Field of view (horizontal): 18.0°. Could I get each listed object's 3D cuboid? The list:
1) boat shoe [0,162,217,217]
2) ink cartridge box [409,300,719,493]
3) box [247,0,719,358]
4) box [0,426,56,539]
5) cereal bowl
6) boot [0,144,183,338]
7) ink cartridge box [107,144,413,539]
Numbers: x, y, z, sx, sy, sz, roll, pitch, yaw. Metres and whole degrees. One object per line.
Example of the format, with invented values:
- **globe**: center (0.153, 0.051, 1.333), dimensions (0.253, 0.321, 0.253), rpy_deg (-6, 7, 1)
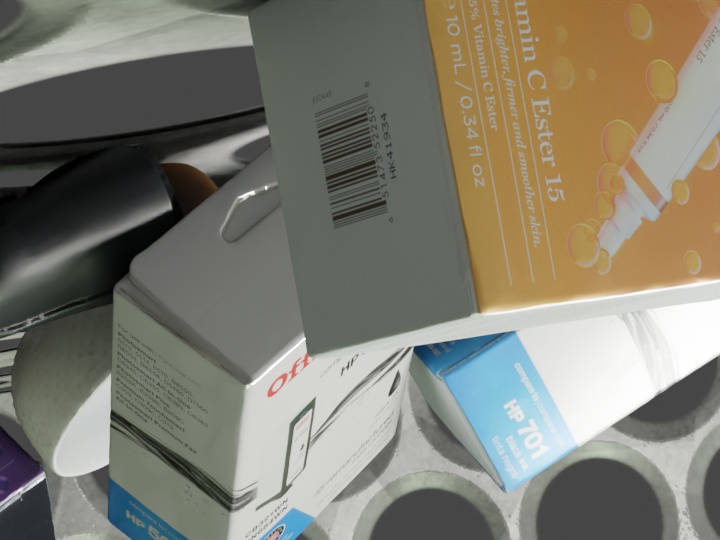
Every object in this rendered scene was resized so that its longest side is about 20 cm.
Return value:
- **boat shoe**: center (-0.166, -0.007, 1.117), dimensions (0.198, 0.071, 0.070), rpy_deg (-8, 173, -27)
- **ink cartridge box**: center (0.120, 0.010, 1.209), dimensions (0.199, 0.086, 0.146), rpy_deg (-31, -159, -4)
- **box**: center (0.076, -0.047, 0.796), dimensions (0.199, 0.126, 0.097), rpy_deg (-8, 175, -38)
- **box**: center (-0.292, 0.123, 1.301), dimensions (0.148, 0.200, 0.105), rpy_deg (-38, 154, -26)
- **cereal bowl**: center (-0.121, 0.022, 1.281), dimensions (0.200, 0.083, 0.200), rpy_deg (-40, 167, -11)
- **boot**: center (-0.157, -0.020, 0.981), dimensions (0.167, 0.077, 0.200), rpy_deg (-24, 163, -24)
- **ink cartridge box**: center (-0.044, 0.045, 1.084), dimensions (0.146, 0.084, 0.201), rpy_deg (-43, 159, -31)
